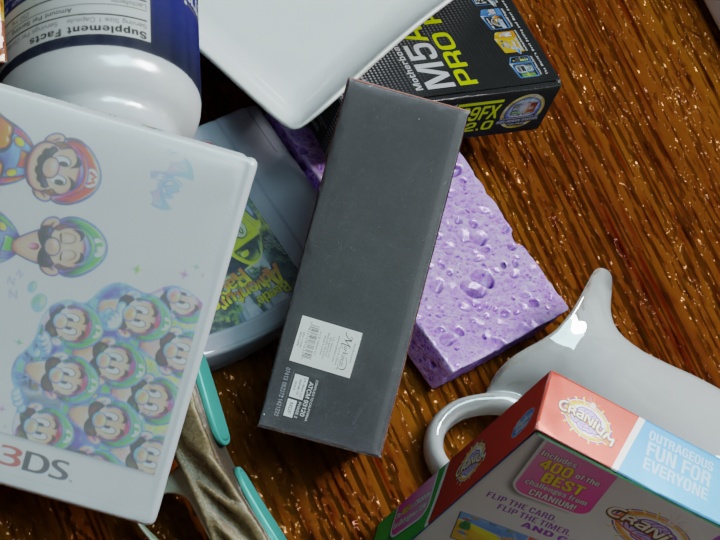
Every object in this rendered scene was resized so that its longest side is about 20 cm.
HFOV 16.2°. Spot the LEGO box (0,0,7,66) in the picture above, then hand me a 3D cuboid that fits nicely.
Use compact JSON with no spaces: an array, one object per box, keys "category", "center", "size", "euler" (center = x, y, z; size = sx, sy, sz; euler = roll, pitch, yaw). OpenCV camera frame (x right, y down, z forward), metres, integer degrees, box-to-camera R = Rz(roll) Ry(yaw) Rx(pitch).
[{"category":"LEGO box","center":[-0.279,-0.200,1.377],"size":[0.148,0.077,0.201],"euler":[2,75,-29]}]

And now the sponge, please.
[{"category":"sponge","center":[0.031,-0.032,1.555],"size":[0.111,0.030,0.200],"euler":[-25,76,-39]}]

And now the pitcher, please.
[{"category":"pitcher","center":[0.151,0.121,1.487],"size":[0.171,0.121,0.200],"euler":[-37,72,-20]}]

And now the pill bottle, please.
[{"category":"pill bottle","center":[-0.146,-0.121,1.409],"size":[0.115,0.116,0.201],"euler":[12,57,-24]}]

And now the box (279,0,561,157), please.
[{"category":"box","center":[0.012,-0.166,1.589],"size":[0.160,0.044,0.200],"euler":[-8,54,-30]}]

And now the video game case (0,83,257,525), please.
[{"category":"video game case","center":[-0.167,0.013,1.312],"size":[0.181,0.024,0.201],"euler":[16,93,-4]}]

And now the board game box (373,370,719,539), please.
[{"category":"board game box","center":[0.114,0.146,1.380],"size":[0.153,0.200,0.040],"euler":[28,51,-13]}]

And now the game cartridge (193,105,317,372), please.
[{"category":"game cartridge","center":[-0.098,-0.009,1.463],"size":[0.200,0.041,0.133],"euler":[-27,81,-39]}]

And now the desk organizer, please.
[{"category":"desk organizer","center":[0.000,0.000,1.439],"size":[0.071,0.077,0.201],"euler":[15,86,-3]}]

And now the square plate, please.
[{"category":"square plate","center":[-0.038,-0.191,1.532],"size":[0.198,0.028,0.200],"euler":[40,66,22]}]

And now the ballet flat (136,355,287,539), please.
[{"category":"ballet flat","center":[-0.093,0.109,1.364],"size":[0.072,0.068,0.201],"euler":[-24,88,0]}]

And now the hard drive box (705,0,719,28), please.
[{"category":"hard drive box","center":[0.290,-0.268,1.763],"size":[0.077,0.156,0.200],"euler":[-12,67,-35]}]
